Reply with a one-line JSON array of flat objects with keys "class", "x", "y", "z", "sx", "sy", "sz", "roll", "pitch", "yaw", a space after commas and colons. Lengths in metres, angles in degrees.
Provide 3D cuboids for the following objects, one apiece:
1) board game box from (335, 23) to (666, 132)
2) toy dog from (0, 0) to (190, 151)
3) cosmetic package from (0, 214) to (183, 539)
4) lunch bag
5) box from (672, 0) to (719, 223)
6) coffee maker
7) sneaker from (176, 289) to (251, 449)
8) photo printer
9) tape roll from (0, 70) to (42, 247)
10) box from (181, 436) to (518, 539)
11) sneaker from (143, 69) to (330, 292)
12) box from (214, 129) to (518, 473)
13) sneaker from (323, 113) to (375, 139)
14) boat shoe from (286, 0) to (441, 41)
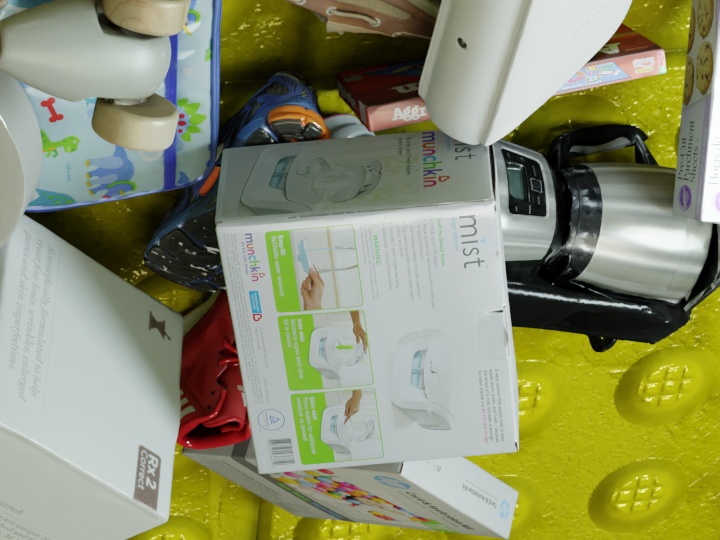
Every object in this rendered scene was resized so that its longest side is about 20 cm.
[{"class": "board game box", "x": 0.091, "y": -0.130, "z": 1.469, "sx": 0.199, "sy": 0.103, "sz": 0.020, "roll": -12, "pitch": 110, "yaw": -9}, {"class": "toy dog", "x": -0.188, "y": -0.138, "z": 1.267, "sx": 0.199, "sy": 0.096, "sz": 0.132, "roll": 27, "pitch": 103, "yaw": -24}, {"class": "cosmetic package", "x": -0.245, "y": 0.096, "z": 1.481, "sx": 0.199, "sy": 0.166, "sz": 0.165, "roll": -26, "pitch": 137, "yaw": 32}, {"class": "lunch bag", "x": -0.164, "y": -0.135, "z": 1.394, "sx": 0.160, "sy": 0.083, "sz": 0.201, "roll": -8, "pitch": 134, "yaw": -16}, {"class": "box", "x": 0.243, "y": -0.133, "z": 1.490, "sx": 0.038, "sy": 0.041, "sz": 0.201, "roll": 2, "pitch": 98, "yaw": -22}, {"class": "coffee maker", "x": 0.129, "y": -0.008, "z": 1.570, "sx": 0.199, "sy": 0.135, "sz": 0.193, "roll": 7, "pitch": 129, "yaw": -23}, {"class": "sneaker", "x": -0.072, "y": 0.048, "z": 1.565, "sx": 0.078, "sy": 0.116, "sz": 0.200, "roll": 17, "pitch": 124, "yaw": -30}, {"class": "photo printer", "x": 0.117, "y": -0.187, "z": 1.340, "sx": 0.166, "sy": 0.069, "sz": 0.200, "roll": -42, "pitch": 162, "yaw": -31}, {"class": "tape roll", "x": -0.295, "y": -0.083, "z": 1.367, "sx": 0.202, "sy": 0.037, "sz": 0.204, "roll": 10, "pitch": 134, "yaw": 10}, {"class": "box", "x": -0.007, "y": 0.149, "z": 1.636, "sx": 0.199, "sy": 0.041, "sz": 0.156, "roll": 1, "pitch": 158, "yaw": 35}, {"class": "sneaker", "x": -0.079, "y": -0.057, "z": 1.497, "sx": 0.075, "sy": 0.079, "sz": 0.200, "roll": 28, "pitch": 131, "yaw": -23}, {"class": "box", "x": 0.008, "y": 0.021, "z": 1.427, "sx": 0.175, "sy": 0.097, "sz": 0.201, "roll": -6, "pitch": 124, "yaw": 4}, {"class": "sneaker", "x": 0.000, "y": 0.000, "z": 1.512, "sx": 0.081, "sy": 0.088, "sz": 0.201, "roll": -16, "pitch": 115, "yaw": -39}, {"class": "boat shoe", "x": -0.001, "y": -0.187, "z": 1.413, "sx": 0.199, "sy": 0.076, "sz": 0.072, "roll": 23, "pitch": 134, "yaw": -34}]
